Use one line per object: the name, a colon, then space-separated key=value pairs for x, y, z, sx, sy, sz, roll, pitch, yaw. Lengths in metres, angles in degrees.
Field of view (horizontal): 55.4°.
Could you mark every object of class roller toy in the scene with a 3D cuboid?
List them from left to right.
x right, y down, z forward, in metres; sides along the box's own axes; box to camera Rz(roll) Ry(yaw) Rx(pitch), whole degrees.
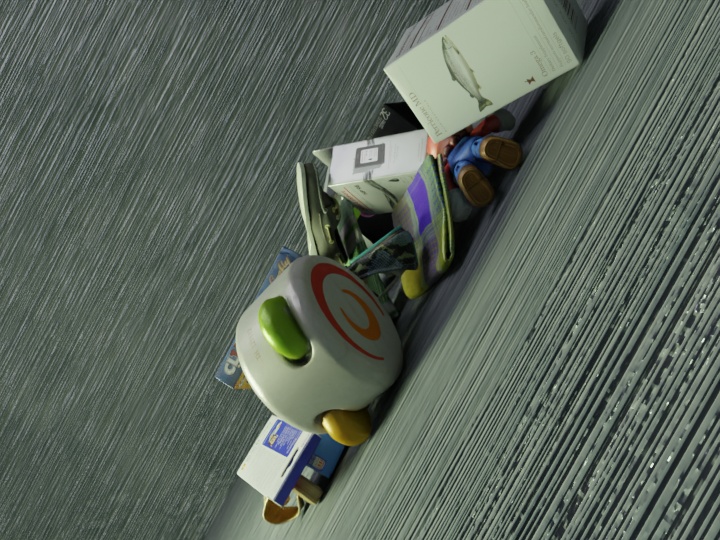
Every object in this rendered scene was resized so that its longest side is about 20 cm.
roller toy: x=-0.050 y=0.092 z=0.818 sx=0.139 sy=0.199 sz=0.183 roll=-42 pitch=18 yaw=22

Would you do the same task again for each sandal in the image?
sandal: x=-0.111 y=0.316 z=0.950 sx=0.070 sy=0.077 sz=0.212 roll=-56 pitch=6 yaw=-21

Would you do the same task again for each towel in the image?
towel: x=0.000 y=0.000 z=1.107 sx=0.023 sy=0.204 sz=0.153 roll=-18 pitch=-11 yaw=-18
towel: x=0.079 y=-0.050 z=0.896 sx=0.200 sy=0.022 sz=0.147 roll=128 pitch=136 yaw=-73

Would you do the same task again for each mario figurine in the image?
mario figurine: x=0.151 y=-0.133 z=0.855 sx=0.121 sy=0.108 sz=0.201 roll=-18 pitch=19 yaw=2

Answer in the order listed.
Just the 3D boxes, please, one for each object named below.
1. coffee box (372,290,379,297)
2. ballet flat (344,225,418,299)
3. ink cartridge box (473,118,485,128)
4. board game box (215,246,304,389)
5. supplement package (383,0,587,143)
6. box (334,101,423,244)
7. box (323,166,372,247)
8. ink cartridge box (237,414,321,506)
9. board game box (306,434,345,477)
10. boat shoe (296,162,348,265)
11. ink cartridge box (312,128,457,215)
coffee box: x=-0.059 y=0.114 z=1.002 sx=0.202 sy=0.079 sz=0.113 roll=-62 pitch=2 yaw=-18
ballet flat: x=-0.007 y=0.017 z=0.909 sx=0.198 sy=0.075 sz=0.075 roll=-31 pitch=19 yaw=29
ink cartridge box: x=0.166 y=-0.263 z=1.313 sx=0.146 sy=0.083 sz=0.201 roll=-60 pitch=4 yaw=22
board game box: x=-0.123 y=0.074 z=0.990 sx=0.203 sy=0.034 sz=0.135 roll=-62 pitch=-16 yaw=-3
supplement package: x=0.146 y=-0.262 z=0.800 sx=0.198 sy=0.117 sz=0.118 roll=-24 pitch=27 yaw=37
box: x=0.070 y=-0.152 z=1.131 sx=0.124 sy=0.148 sz=0.202 roll=-26 pitch=-30 yaw=-57
box: x=-0.023 y=-0.080 z=1.359 sx=0.200 sy=0.128 sz=0.203 roll=-88 pitch=10 yaw=-60
ink cartridge box: x=-0.103 y=0.244 z=0.888 sx=0.096 sy=0.037 sz=0.199 roll=-58 pitch=13 yaw=-18
board game box: x=-0.022 y=0.181 z=0.968 sx=0.203 sy=0.044 sz=0.152 roll=-63 pitch=3 yaw=-11
boat shoe: x=-0.058 y=-0.081 z=1.042 sx=0.073 sy=0.059 sz=0.204 roll=-102 pitch=3 yaw=-46
ink cartridge box: x=0.033 y=-0.137 z=1.006 sx=0.115 sy=0.196 sz=0.068 roll=32 pitch=-120 yaw=-53
